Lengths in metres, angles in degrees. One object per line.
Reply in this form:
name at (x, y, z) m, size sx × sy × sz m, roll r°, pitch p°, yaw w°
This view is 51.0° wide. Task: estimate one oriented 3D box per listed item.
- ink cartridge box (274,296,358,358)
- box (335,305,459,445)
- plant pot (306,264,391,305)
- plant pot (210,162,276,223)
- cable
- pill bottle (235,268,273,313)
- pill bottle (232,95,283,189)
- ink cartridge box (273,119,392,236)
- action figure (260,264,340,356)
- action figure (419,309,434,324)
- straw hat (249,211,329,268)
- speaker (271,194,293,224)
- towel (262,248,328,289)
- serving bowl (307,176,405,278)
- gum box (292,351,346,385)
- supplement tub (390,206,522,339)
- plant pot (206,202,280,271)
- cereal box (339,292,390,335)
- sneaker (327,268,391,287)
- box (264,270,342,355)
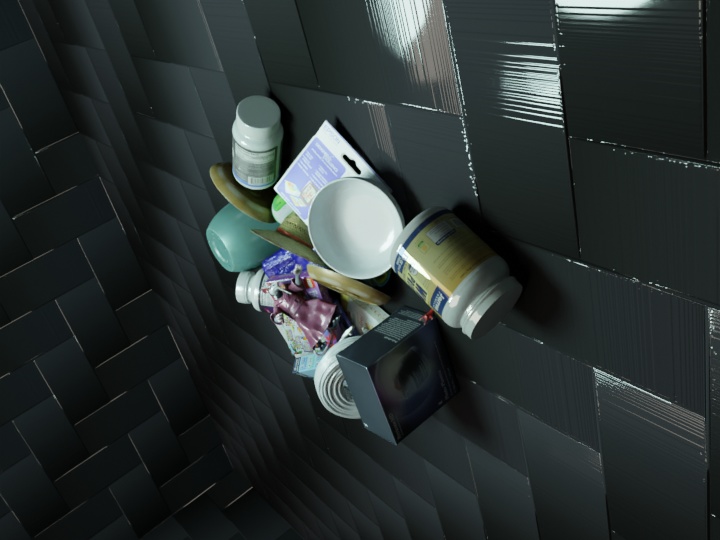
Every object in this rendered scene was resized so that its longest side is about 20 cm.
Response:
ink cartridge box at (-0.102, 0.140, 1.845) m, size 0.198 × 0.042 × 0.120 m, roll -21°, pitch 107°, yaw 32°
box at (0.082, 0.219, 1.590) m, size 0.123 × 0.197 × 0.202 m, roll 16°, pitch 133°, yaw 54°
plant pot at (-0.029, 0.036, 1.642) m, size 0.198 × 0.028 × 0.200 m, roll 22°, pitch 174°, yaw 2°
plant pot at (-0.268, -0.193, 1.800) m, size 0.028 × 0.199 × 0.200 m, roll -47°, pitch 72°, yaw 19°
cable at (-0.003, 0.242, 1.694) m, size 0.199 × 0.200 × 0.069 m, roll 37°, pitch -164°, yaw -29°
pill bottle at (-0.211, 0.054, 1.922) m, size 0.197 × 0.112 × 0.112 m, roll 8°, pitch 137°, yaw 11°
pill bottle at (-0.229, -0.284, 1.678) m, size 0.114 × 0.113 × 0.201 m, roll 47°, pitch 152°, yaw 19°
ink cartridge box at (-0.051, -0.165, 1.517) m, size 0.198 × 0.043 × 0.200 m, roll 48°, pitch 122°, yaw 7°
action figure at (-0.137, 0.083, 1.723) m, size 0.199 × 0.135 × 0.149 m, roll 33°, pitch 165°, yaw 16°
action figure at (0.111, 0.021, 1.442) m, size 0.199 × 0.099 × 0.066 m, roll 37°, pitch 149°, yaw 31°
straw hat at (-0.133, -0.083, 1.611) m, size 0.199 × 0.086 × 0.201 m, roll 27°, pitch -178°, yaw -1°
speaker at (-0.136, -0.160, 1.684) m, size 0.089 × 0.088 × 0.200 m, roll 58°, pitch 155°, yaw -2°
towel at (-0.134, -0.003, 1.787) m, size 0.199 × 0.049 × 0.149 m, roll -31°, pitch 91°, yaw 31°
serving bowl at (0.000, -0.088, 1.454) m, size 0.198 × 0.066 × 0.203 m, roll 9°, pitch 114°, yaw 21°
gum box at (-0.042, 0.243, 1.835) m, size 0.169 × 0.045 × 0.199 m, roll 22°, pitch 155°, yaw -30°
supplement tub at (0.161, 0.004, 1.275) m, size 0.200 × 0.144 × 0.145 m, roll 45°, pitch 152°, yaw 24°
plant pot at (-0.304, -0.090, 1.973) m, size 0.200 × 0.160 × 0.202 m, roll 41°, pitch 150°, yaw 30°
cereal box at (0.031, 0.136, 1.769) m, size 0.200 × 0.039 × 0.145 m, roll 39°, pitch 150°, yaw 34°
sneaker at (0.000, 0.000, 1.631) m, size 0.131 × 0.079 × 0.200 m, roll 52°, pitch 155°, yaw 14°
box at (-0.130, 0.100, 1.789) m, size 0.135 × 0.039 × 0.202 m, roll -8°, pitch 112°, yaw 25°
